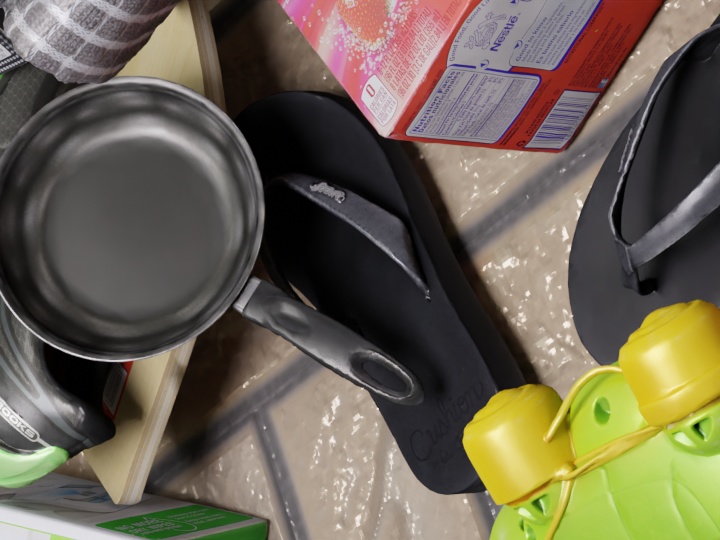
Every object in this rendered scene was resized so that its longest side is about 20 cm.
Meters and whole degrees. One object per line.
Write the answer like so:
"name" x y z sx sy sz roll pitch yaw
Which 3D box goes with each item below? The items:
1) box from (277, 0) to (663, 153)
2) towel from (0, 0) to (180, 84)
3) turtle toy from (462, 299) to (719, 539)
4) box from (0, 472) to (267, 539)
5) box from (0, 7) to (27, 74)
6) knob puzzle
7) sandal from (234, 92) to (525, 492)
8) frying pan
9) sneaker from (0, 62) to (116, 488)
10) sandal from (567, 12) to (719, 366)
"box" 0.066 -0.148 0.905 0.096 0.099 0.201 53 125 33
"towel" -0.062 -0.161 0.960 0.085 0.200 0.166 41 107 -3
"turtle toy" 0.109 0.086 0.848 0.200 0.101 0.146 -30 91 44
"box" -0.147 0.193 1.084 0.175 0.096 0.202 9 95 28
"box" -0.192 -0.140 1.156 0.199 0.044 0.161 -16 41 45
"knob puzzle" -0.095 -0.028 1.101 0.219 0.030 0.222 -21 65 57
"sandal" 0.001 0.000 0.998 0.201 0.043 0.076 54 125 33
"frying pan" -0.056 -0.014 0.991 0.188 0.031 0.116 8 79 11
"sneaker" -0.124 -0.006 1.065 0.083 0.077 0.202 -12 65 25
"sandal" 0.124 -0.052 0.881 0.076 0.043 0.201 48 122 36
